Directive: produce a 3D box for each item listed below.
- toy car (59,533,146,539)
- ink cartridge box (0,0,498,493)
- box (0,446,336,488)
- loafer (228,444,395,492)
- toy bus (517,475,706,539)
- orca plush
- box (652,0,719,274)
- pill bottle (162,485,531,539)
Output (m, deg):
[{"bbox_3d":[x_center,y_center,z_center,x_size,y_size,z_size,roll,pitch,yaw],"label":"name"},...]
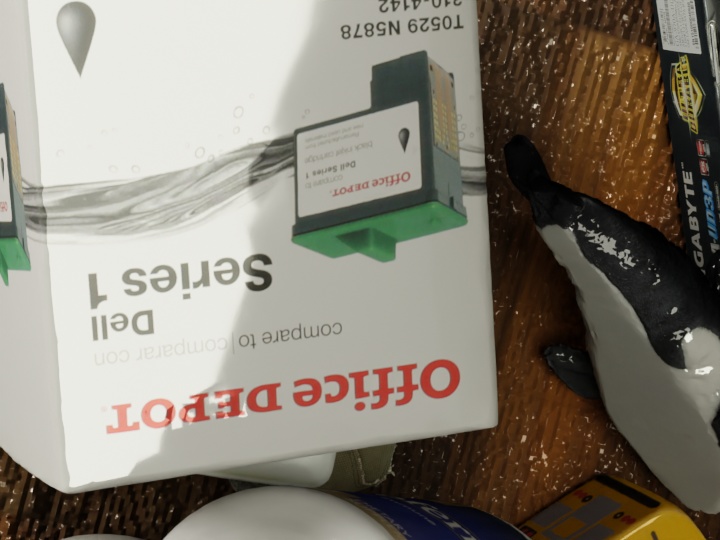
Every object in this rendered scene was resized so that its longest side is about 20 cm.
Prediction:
[{"bbox_3d":[-0.125,0.197,0.955,0.198,0.150,0.176,-4,70,15],"label":"toy car"},{"bbox_3d":[-0.041,-0.044,0.778,0.145,0.084,0.202,-8,99,-20],"label":"ink cartridge box"},{"bbox_3d":[-0.113,-0.036,0.904,0.199,0.199,0.173,9,94,-22],"label":"box"},{"bbox_3d":[0.000,0.000,1.036,0.069,0.075,0.201,12,98,-36],"label":"loafer"},{"bbox_3d":[0.142,0.187,1.121,0.078,0.065,0.201,-31,109,-16],"label":"toy bus"},{"bbox_3d":[0.124,0.013,1.074,0.200,0.105,0.071,50,62,-24],"label":"orca plush"},{"bbox_3d":[0.230,-0.082,1.129,0.199,0.046,0.160,-15,104,-21],"label":"box"},{"bbox_3d":[0.010,0.136,0.891,0.200,0.115,0.117,16,92,-64],"label":"pill bottle"}]
